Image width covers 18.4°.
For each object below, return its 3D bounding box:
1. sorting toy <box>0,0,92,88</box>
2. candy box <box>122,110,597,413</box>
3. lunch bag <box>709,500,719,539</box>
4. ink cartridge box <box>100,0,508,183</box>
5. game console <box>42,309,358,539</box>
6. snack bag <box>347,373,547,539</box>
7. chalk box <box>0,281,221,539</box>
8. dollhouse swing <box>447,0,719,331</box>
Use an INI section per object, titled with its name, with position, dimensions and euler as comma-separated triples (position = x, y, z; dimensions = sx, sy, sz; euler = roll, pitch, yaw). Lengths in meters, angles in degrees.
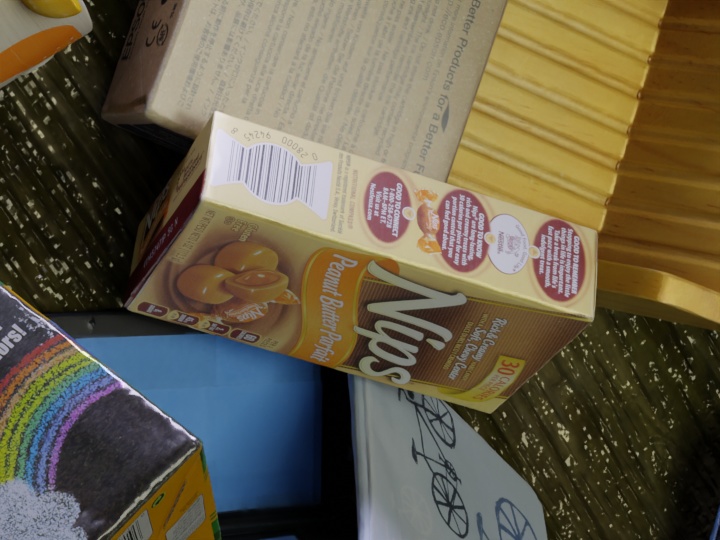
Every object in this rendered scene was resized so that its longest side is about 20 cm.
[sorting toy]
position = -0.234, -0.124, 0.963
dimensions = 0.180, 0.107, 0.200
euler = -36, 116, -6
[candy box]
position = 0.000, 0.000, 1.072
dimensions = 0.200, 0.115, 0.055
euler = 17, 58, -16
[lunch bag]
position = 0.274, 0.175, 1.317
dimensions = 0.136, 0.132, 0.200
euler = 12, 93, -52
[ink cartridge box]
position = -0.016, -0.138, 1.099
dimensions = 0.165, 0.075, 0.200
euler = 22, 82, -25
[game console]
position = -0.062, 0.111, 1.087
dimensions = 0.200, 0.171, 0.118
euler = -2, 123, -35
[snack bag]
position = 0.048, 0.139, 1.145
dimensions = 0.200, 0.021, 0.189
euler = 47, 25, -35
[chalk box]
position = -0.177, 0.082, 0.971
dimensions = 0.125, 0.200, 0.124
euler = -46, 160, -20
[dollhouse swing]
position = 0.129, -0.094, 1.176
dimensions = 0.176, 0.182, 0.200
euler = 24, 81, -46
